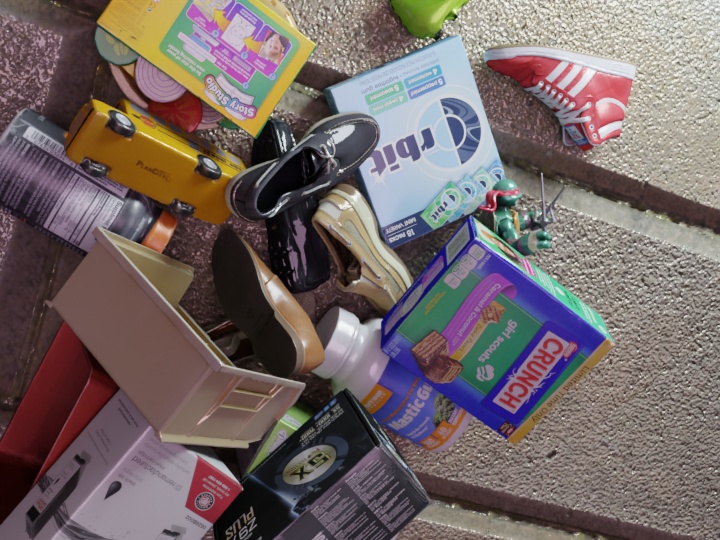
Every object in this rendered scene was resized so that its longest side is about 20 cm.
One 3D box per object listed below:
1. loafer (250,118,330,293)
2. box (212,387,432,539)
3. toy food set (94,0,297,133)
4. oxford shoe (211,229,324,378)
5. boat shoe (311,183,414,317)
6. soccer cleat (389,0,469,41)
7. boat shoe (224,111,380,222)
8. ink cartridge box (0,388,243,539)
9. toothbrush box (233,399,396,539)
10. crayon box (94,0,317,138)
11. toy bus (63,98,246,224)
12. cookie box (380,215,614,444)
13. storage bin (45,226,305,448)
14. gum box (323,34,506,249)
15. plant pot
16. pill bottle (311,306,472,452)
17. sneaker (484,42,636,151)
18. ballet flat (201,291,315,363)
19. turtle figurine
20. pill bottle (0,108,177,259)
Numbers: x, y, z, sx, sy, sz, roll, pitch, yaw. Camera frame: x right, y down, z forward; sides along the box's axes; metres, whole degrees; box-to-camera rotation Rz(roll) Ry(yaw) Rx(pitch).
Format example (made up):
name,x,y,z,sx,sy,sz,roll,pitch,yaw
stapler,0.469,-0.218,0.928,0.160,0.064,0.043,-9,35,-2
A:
name,x,y,z,sx,sy,sz,roll,pitch,yaw
loafer,-0.078,-0.076,1.046,0.070,0.068,0.204,-18,102,-39
box,-0.047,0.237,0.908,0.200,0.164,0.086,-41,107,-1
toy food set,-0.183,-0.249,0.989,0.200,0.049,0.199,40,90,-18
oxford shoe,-0.107,0.037,1.027,0.071,0.201,0.071,0,141,-52
boat shoe,0.000,0.000,1.054,0.076,0.071,0.201,-50,119,-32
soccer cleat,0.119,-0.355,1.033,0.081,0.068,0.200,44,89,-4
boat shoe,-0.050,-0.110,0.977,0.199,0.063,0.073,-31,116,-21
ink cartridge box,-0.236,0.240,0.873,0.201,0.083,0.147,-50,130,-6
toothbrush box,-0.045,0.230,1.068,0.199,0.146,0.087,30,93,-17
crayon box,-0.159,-0.245,0.940,0.199,0.058,0.119,35,93,-17
toy bus,-0.212,-0.118,0.954,0.199,0.079,0.065,25,116,-38
cookie box,0.148,0.069,1.001,0.199,0.075,0.172,35,112,-12
storage bin,-0.179,0.076,0.911,0.200,0.198,0.094,42,95,24
gum box,0.070,-0.151,1.070,0.168,0.045,0.202,-23,107,-8
plant pot,-0.275,0.193,0.991,0.175,0.200,0.202,28,94,-28
pill bottle,0.034,0.127,1.083,0.199,0.112,0.113,31,93,-17
sneaker,0.237,-0.207,1.085,0.197,0.071,0.114,5,97,-16
ballet flat,-0.137,0.082,1.060,0.198,0.062,0.068,-24,105,-8
turtle figurine,0.184,-0.035,1.074,0.099,0.150,0.203,9,114,14
pill bottle,-0.298,-0.076,0.968,0.199,0.106,0.107,33,93,-17
